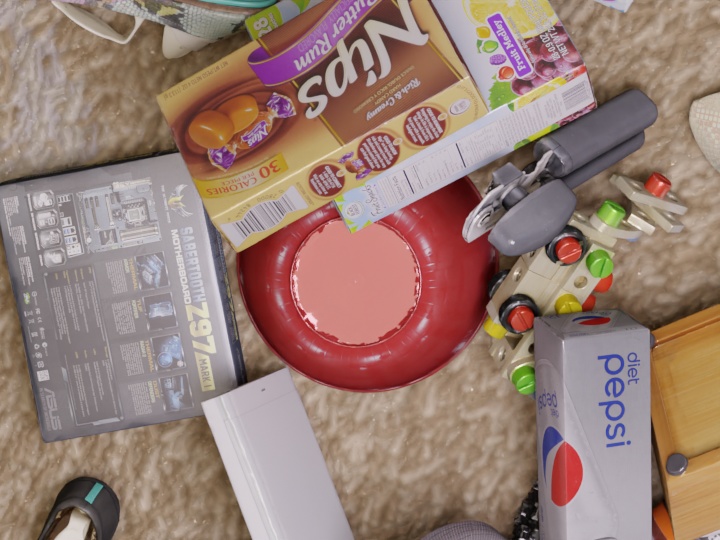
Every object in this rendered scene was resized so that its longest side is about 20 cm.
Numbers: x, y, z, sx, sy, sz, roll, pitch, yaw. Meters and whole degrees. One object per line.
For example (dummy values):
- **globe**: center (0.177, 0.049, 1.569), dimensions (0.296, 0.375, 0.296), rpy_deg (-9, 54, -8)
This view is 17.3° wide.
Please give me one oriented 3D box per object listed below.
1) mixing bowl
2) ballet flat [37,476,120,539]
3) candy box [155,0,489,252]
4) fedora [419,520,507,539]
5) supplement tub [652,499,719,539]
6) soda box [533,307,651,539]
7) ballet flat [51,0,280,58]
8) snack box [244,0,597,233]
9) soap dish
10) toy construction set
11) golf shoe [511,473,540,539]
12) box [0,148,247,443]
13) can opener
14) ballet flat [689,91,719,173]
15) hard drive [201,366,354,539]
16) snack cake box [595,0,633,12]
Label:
- **mixing bowl**: center (0.000, 0.000, 1.734), dimensions (0.199, 0.108, 0.202), rpy_deg (1, 97, 5)
- **ballet flat**: center (-0.242, 0.251, 1.808), dimensions (0.068, 0.068, 0.201), rpy_deg (20, 99, 1)
- **candy box**: center (-0.027, -0.113, 1.611), dimensions (0.199, 0.056, 0.117), rpy_deg (-29, 58, 5)
- **fedora**: center (0.048, 0.277, 1.697), dimensions (0.090, 0.176, 0.201), rpy_deg (2, 87, 46)
- **supplement tub**: center (0.281, 0.188, 1.737), dimensions (0.200, 0.107, 0.107), rpy_deg (-43, 93, 9)
- **soda box**: center (0.165, 0.132, 1.675), dimensions (0.068, 0.063, 0.201), rpy_deg (-6, 105, -14)
- **ballet flat**: center (-0.157, -0.198, 1.744), dimensions (0.199, 0.069, 0.072), rpy_deg (16, 116, 3)
- **snack box**: center (0.041, -0.147, 1.679), dimensions (0.199, 0.068, 0.169), rpy_deg (-28, 60, 1)
- **soap dish**: center (0.290, 0.085, 1.662), dimensions (0.199, 0.158, 0.081), rpy_deg (-24, 138, 18)
- **toy construction set**: center (0.163, 0.016, 1.721), dimensions (0.131, 0.092, 0.201), rpy_deg (22, 99, -26)
- **golf shoe**: center (0.151, 0.220, 1.771), dimensions (0.094, 0.078, 0.201), rpy_deg (24, 112, -3)
- **box**: center (-0.178, 0.018, 1.778), dimensions (0.157, 0.051, 0.201), rpy_deg (-11, 96, 6)
- **can opener**: center (0.149, -0.063, 1.674), dimensions (0.067, 0.200, 0.053), rpy_deg (45, 140, 19)
- **ballet flat**: center (0.320, -0.058, 1.722), dimensions (0.200, 0.062, 0.067), rpy_deg (44, 99, -2)
- **hard drive**: center (-0.049, 0.177, 1.738), dimensions (0.026, 0.132, 0.201), rpy_deg (-22, 89, 21)
- **snack cake box**: center (0.172, -0.295, 1.655), dimensions (0.114, 0.067, 0.201), rpy_deg (22, 70, 0)
